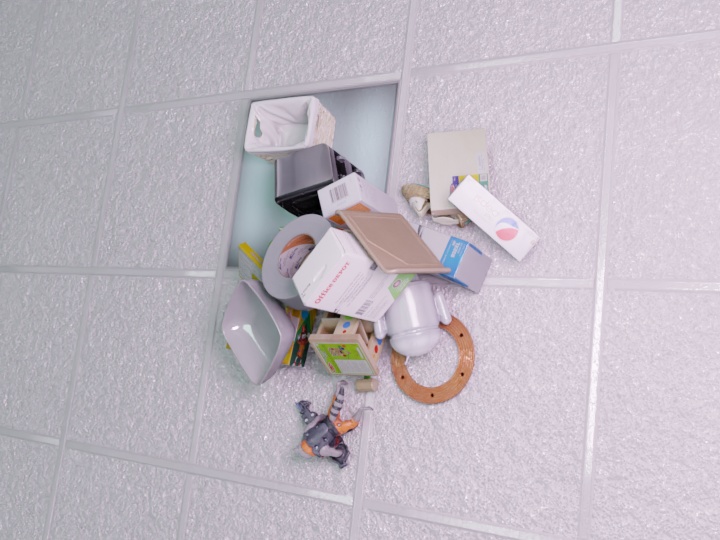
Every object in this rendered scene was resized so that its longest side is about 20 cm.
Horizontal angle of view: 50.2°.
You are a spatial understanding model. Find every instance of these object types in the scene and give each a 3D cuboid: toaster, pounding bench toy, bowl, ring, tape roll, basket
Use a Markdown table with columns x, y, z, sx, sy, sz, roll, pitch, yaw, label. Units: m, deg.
| x | y | z | sx | sy | sz | roll | pitch | yaw | label |
| --- | --- | --- | --- | --- | --- | --- | --- | --- | --- |
| -0.099 | -0.197 | 1.820 | 0.198 | 0.180 | 0.120 | -15 | 68 | 26 | toaster |
| -0.002 | 0.156 | 1.717 | 0.123 | 0.201 | 0.157 | -3 | 45 | 28 | pounding bench toy |
| -0.226 | 0.134 | 1.758 | 0.200 | 0.074 | 0.201 | 52 | 135 | 26 | bowl |
| 0.157 | 0.188 | 1.669 | 0.199 | 0.019 | 0.203 | -8 | 74 | 30 | ring |
| -0.118 | -0.018 | 1.656 | 0.199 | 0.066 | 0.202 | -20 | 54 | 29 | tape roll |
| -0.173 | -0.346 | 1.930 | 0.198 | 0.123 | 0.137 | 2 | 79 | 30 | basket |

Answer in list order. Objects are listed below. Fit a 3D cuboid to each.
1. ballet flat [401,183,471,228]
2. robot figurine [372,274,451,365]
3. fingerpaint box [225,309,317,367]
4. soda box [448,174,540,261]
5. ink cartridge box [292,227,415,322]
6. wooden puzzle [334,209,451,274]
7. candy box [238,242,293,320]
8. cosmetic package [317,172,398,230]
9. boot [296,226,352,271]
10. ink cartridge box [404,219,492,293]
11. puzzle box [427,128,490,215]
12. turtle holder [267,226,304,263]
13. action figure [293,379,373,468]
| x | y | z | sx | sy | sz | roll | pitch | yaw | label |
| --- | --- | --- | --- | --- | --- | --- | --- | --- | --- |
| 0.162 | -0.142 | 1.709 | 0.199 | 0.071 | 0.065 | 19 | 59 | 34 | ballet flat |
| 0.107 | 0.095 | 1.635 | 0.168 | 0.113 | 0.202 | -11 | 82 | -1 | robot figurine |
| -0.214 | 0.132 | 1.869 | 0.198 | 0.073 | 0.169 | 9 | 84 | 31 | fingerpaint box |
| 0.276 | -0.110 | 1.591 | 0.200 | 0.064 | 0.068 | 41 | 101 | 0 | soda box |
| -0.013 | 0.012 | 1.534 | 0.146 | 0.199 | 0.084 | -51 | 46 | 24 | ink cartridge box |
| 0.061 | -0.052 | 1.518 | 0.200 | 0.184 | 0.037 | 49 | 122 | 33 | wooden puzzle |
| -0.224 | 0.029 | 1.808 | 0.200 | 0.026 | 0.103 | 43 | 141 | 30 | candy box |
| 0.001 | -0.139 | 1.731 | 0.101 | 0.200 | 0.072 | -24 | 67 | 23 | cosmetic package |
| -0.078 | -0.005 | 1.709 | 0.107 | 0.075 | 0.202 | 7 | 78 | 42 | boot |
| 0.160 | -0.035 | 1.645 | 0.199 | 0.145 | 0.084 | 23 | 88 | 33 | ink cartridge box |
| 0.215 | -0.216 | 1.682 | 0.132 | 0.025 | 0.202 | -3 | 65 | 8 | puzzle box |
| -0.130 | -0.015 | 1.824 | 0.141 | 0.184 | 0.133 | -34 | 51 | 47 | turtle holder |
| -0.087 | 0.336 | 1.731 | 0.200 | 0.104 | 0.194 | 38 | 92 | 32 | action figure |
